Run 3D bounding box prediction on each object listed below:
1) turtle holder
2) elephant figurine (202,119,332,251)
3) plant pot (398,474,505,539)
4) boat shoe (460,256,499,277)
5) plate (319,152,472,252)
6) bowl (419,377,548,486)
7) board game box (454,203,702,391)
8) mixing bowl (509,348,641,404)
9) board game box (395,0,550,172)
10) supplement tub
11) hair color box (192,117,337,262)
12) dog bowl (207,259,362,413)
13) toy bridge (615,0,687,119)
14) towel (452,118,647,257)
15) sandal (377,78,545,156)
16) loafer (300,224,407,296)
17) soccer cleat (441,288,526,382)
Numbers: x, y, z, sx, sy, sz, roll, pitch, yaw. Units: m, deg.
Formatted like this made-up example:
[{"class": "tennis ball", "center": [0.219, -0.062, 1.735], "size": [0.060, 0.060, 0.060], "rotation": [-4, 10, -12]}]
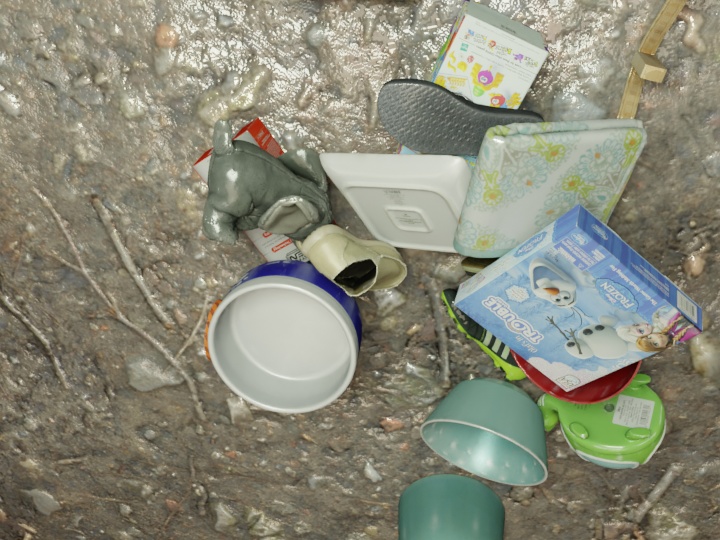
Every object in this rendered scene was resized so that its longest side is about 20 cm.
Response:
[{"class": "turtle holder", "center": [0.363, 0.237, 1.028], "size": [0.185, 0.141, 0.132], "rotation": [-16, 133, 11]}, {"class": "elephant figurine", "center": [-0.093, -0.089, 0.859], "size": [0.199, 0.155, 0.142], "rotation": [9, 87, -11]}, {"class": "plant pot", "center": [0.158, 0.493, 1.203], "size": [0.200, 0.161, 0.201], "rotation": [5, 121, 8]}, {"class": "boat shoe", "center": [0.219, 0.011, 0.872], "size": [0.201, 0.072, 0.066], "rotation": [3, 119, 45]}, {"class": "plate", "center": [0.065, -0.076, 0.862], "size": [0.199, 0.032, 0.200], "rotation": [8, 154, 31]}, {"class": "bowl", "center": [0.202, 0.239, 1.051], "size": [0.200, 0.105, 0.201], "rotation": [19, 149, 12]}, {"class": "board game box", "center": [0.250, 0.043, 0.798], "size": [0.200, 0.043, 0.199], "rotation": [37, 137, -13]}, {"class": "mixing bowl", "center": [0.309, 0.069, 0.929], "size": [0.200, 0.108, 0.201], "rotation": [17, 115, 41]}, {"class": "board game box", "center": [0.127, -0.204, 0.819], "size": [0.105, 0.103, 0.200], "rotation": [23, 122, -6]}, {"class": "supplement tub", "center": [-0.128, 0.104, 1.038], "size": [0.199, 0.123, 0.123], "rotation": [6, 122, 6]}, {"class": "hair color box", "center": [-0.128, -0.100, 0.951], "size": [0.101, 0.061, 0.200], "rotation": [-27, 113, 21]}, {"class": "dog bowl", "center": [-0.098, 0.089, 0.915], "size": [0.200, 0.079, 0.201], "rotation": [4, 116, 7]}, {"class": "toy bridge", "center": [0.334, -0.237, 0.785], "size": [0.027, 0.067, 0.200], "rotation": [14, 124, 1]}, {"class": "towel", "center": [0.215, -0.094, 0.780], "size": [0.199, 0.048, 0.171], "rotation": [-7, 135, -15]}, {"class": "sandal", "center": [0.111, -0.166, 0.763], "size": [0.200, 0.043, 0.076], "rotation": [13, 124, -12]}, {"class": "loafer", "center": [0.000, 0.000, 0.887], "size": [0.076, 0.068, 0.200], "rotation": [-41, 149, 23]}, {"class": "soccer cleat", "center": [0.199, 0.084, 1.012], "size": [0.081, 0.068, 0.200], "rotation": [-40, 112, 14]}]
